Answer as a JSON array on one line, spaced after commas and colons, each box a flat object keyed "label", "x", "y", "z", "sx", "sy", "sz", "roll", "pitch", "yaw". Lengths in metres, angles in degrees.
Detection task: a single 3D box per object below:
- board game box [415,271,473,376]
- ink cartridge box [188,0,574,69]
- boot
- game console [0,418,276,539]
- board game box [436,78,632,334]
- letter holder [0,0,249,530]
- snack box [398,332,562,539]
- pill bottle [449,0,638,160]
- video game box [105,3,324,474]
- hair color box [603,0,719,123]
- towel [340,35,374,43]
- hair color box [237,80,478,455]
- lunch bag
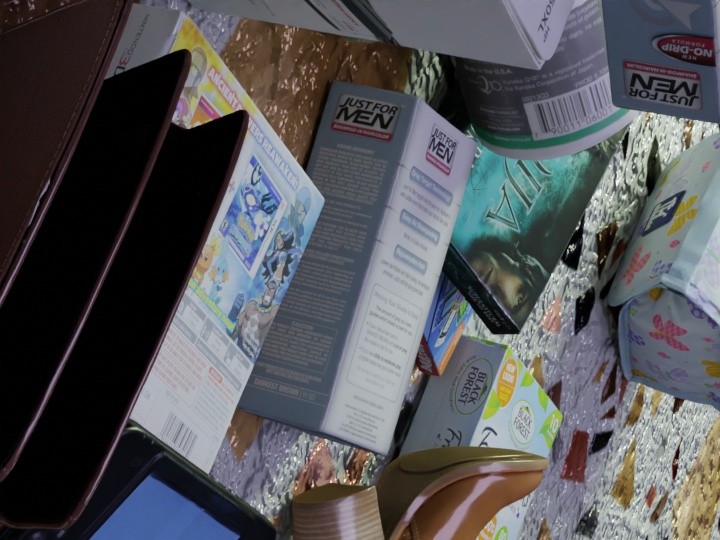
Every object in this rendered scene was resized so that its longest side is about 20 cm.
[{"label": "board game box", "x": 0.076, "y": -0.038, "z": 1.406, "sx": 0.200, "sy": 0.019, "sz": 0.103, "roll": -61, "pitch": 148, "yaw": -29}, {"label": "ink cartridge box", "x": 0.013, "y": -0.192, "z": 1.007, "sx": 0.145, "sy": 0.200, "sz": 0.084, "roll": -69, "pitch": 153, "yaw": -16}, {"label": "boot", "x": 0.043, "y": 0.199, "z": 1.326, "sx": 0.200, "sy": 0.074, "sz": 0.155, "roll": -13, "pitch": 99, "yaw": -31}, {"label": "game console", "x": -0.104, "y": 0.193, "z": 1.032, "sx": 0.172, "sy": 0.119, "sz": 0.200, "roll": -47, "pitch": 150, "yaw": -3}, {"label": "board game box", "x": 0.104, "y": -0.075, "z": 1.378, "sx": 0.135, "sy": 0.028, "sz": 0.200, "roll": 50, "pitch": 55, "yaw": -31}, {"label": "letter holder", "x": -0.121, "y": -0.003, "z": 0.862, "sx": 0.101, "sy": 0.142, "sz": 0.200, "roll": 30, "pitch": 70, "yaw": -25}, {"label": "snack box", "x": 0.067, "y": 0.161, "z": 1.443, "sx": 0.200, "sy": 0.053, "sz": 0.142, "roll": -68, "pitch": 153, "yaw": -16}, {"label": "pill bottle", "x": 0.097, "y": -0.177, "z": 1.256, "sx": 0.113, "sy": 0.113, "sz": 0.200, "roll": -50, "pitch": 132, "yaw": -42}, {"label": "video game box", "x": -0.100, "y": -0.006, "z": 1.044, "sx": 0.182, "sy": 0.047, "sz": 0.200, "roll": -65, "pitch": 152, "yaw": -17}, {"label": "hair color box", "x": 0.156, "y": -0.182, "z": 0.984, "sx": 0.099, "sy": 0.061, "sz": 0.200, "roll": -51, "pitch": 141, "yaw": -40}, {"label": "towel", "x": 0.057, "y": -0.190, "z": 1.126, "sx": 0.148, "sy": 0.200, "sz": 0.037, "roll": 44, "pitch": 30, "yaw": -61}, {"label": "hair color box", "x": 0.000, "y": 0.000, "z": 1.228, "sx": 0.099, "sy": 0.061, "sz": 0.200, "roll": 29, "pitch": 76, "yaw": -63}, {"label": "lunch bag", "x": 0.285, "y": -0.007, "z": 1.719, "sx": 0.170, "sy": 0.127, "sz": 0.200, "roll": -63, "pitch": 160, "yaw": -22}]
